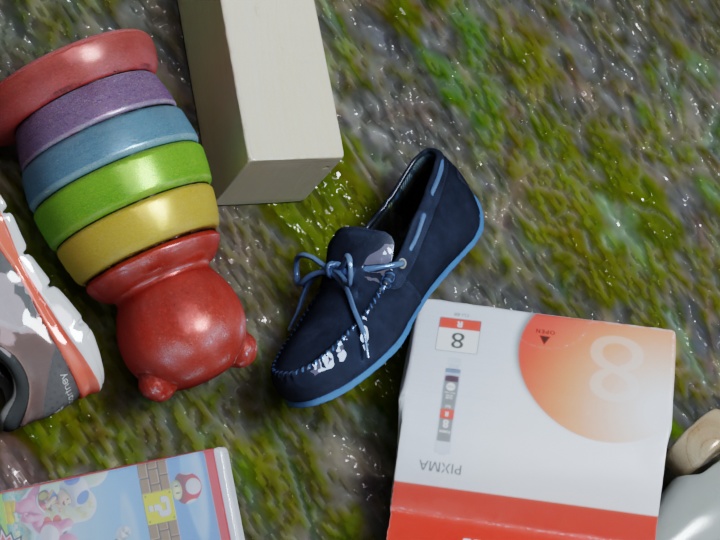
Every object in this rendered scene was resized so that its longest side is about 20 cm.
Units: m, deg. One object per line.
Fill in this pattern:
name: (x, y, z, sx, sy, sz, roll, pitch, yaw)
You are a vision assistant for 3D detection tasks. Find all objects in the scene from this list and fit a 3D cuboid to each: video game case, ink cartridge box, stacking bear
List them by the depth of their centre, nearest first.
video game case: (-0.152, 0.180, 0.949, 0.199, 0.017, 0.144, -12, 84, 7)
stacking bear: (-0.130, -0.026, 1.060, 0.121, 0.114, 0.201, -22, 85, -28)
ink cartridge box: (0.098, 0.112, 1.077, 0.161, 0.050, 0.201, 7, 47, 5)

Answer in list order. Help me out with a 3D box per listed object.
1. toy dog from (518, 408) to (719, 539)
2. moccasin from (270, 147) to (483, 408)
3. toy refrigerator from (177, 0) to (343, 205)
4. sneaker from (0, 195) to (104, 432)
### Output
toy dog: (0.187, 0.174, 1.131, 0.199, 0.097, 0.132, -16, 59, -15)
moccasin: (0.000, 0.000, 1.118, 0.200, 0.080, 0.068, -53, 127, -40)
toy refrigerator: (-0.066, -0.148, 1.147, 0.070, 0.076, 0.201, -4, 72, -24)
sneaker: (-0.227, 0.002, 1.025, 0.082, 0.077, 0.200, -36, 86, -22)
